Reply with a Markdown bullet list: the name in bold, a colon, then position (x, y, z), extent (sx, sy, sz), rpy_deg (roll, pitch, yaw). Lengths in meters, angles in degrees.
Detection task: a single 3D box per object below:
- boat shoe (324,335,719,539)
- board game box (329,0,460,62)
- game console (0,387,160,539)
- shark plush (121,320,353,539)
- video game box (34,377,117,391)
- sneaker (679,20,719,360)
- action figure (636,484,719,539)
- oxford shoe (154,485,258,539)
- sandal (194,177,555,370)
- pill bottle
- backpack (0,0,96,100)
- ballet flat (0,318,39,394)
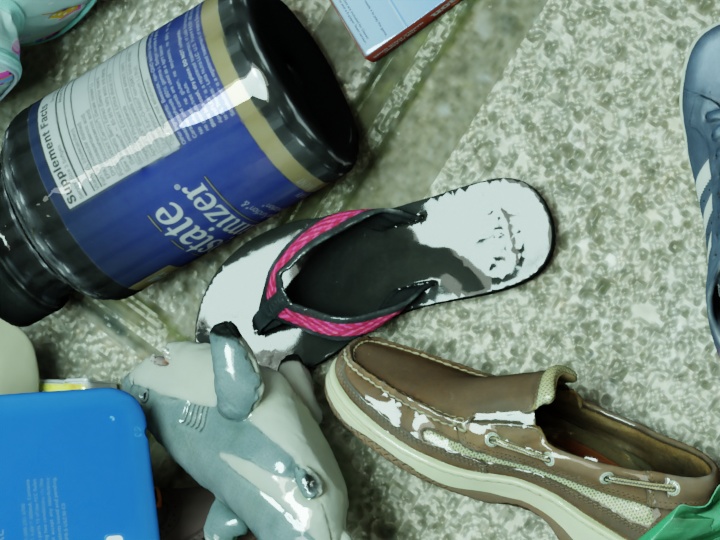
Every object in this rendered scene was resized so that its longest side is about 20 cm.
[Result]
- **boat shoe**: position (0.082, 0.073, 1.113), extent (0.202, 0.075, 0.075), rpy_deg (25, 121, 9)
- **board game box**: position (-0.005, -0.219, 1.192), extent (0.103, 0.019, 0.200), rpy_deg (-34, 77, 16)
- **game console**: position (-0.186, 0.171, 1.107), extent (0.170, 0.118, 0.201), rpy_deg (-3, 71, -16)
- **shark plush**: position (-0.045, 0.117, 1.123), extent (0.083, 0.091, 0.200), rpy_deg (-32, 77, 12)
- **video game box**: position (-0.222, 0.155, 1.236), extent (0.182, 0.047, 0.201), rpy_deg (1, 88, 21)
- **sneaker**: position (0.191, -0.025, 1.079), extent (0.075, 0.084, 0.201), rpy_deg (-14, 83, 18)
- **action figure**: position (0.161, 0.150, 1.053), extent (0.200, 0.055, 0.118), rpy_deg (-25, 104, 22)
- **oxford shoe**: position (-0.115, 0.133, 1.154), extent (0.199, 0.071, 0.073), rpy_deg (-24, 104, -11)
- **sandal**: position (0.000, 0.000, 1.165), extent (0.199, 0.045, 0.075), rpy_deg (-19, 83, 17)
- **pill bottle**: position (-0.111, -0.054, 1.172), extent (0.200, 0.112, 0.112), rpy_deg (-29, 78, 16)
- **backpack**: position (-0.231, -0.158, 1.175), extent (0.199, 0.176, 0.154), rpy_deg (-9, 82, -22)
- **ballet flat**: position (-0.219, 0.121, 1.179), extent (0.069, 0.069, 0.201), rpy_deg (21, 94, 19)
